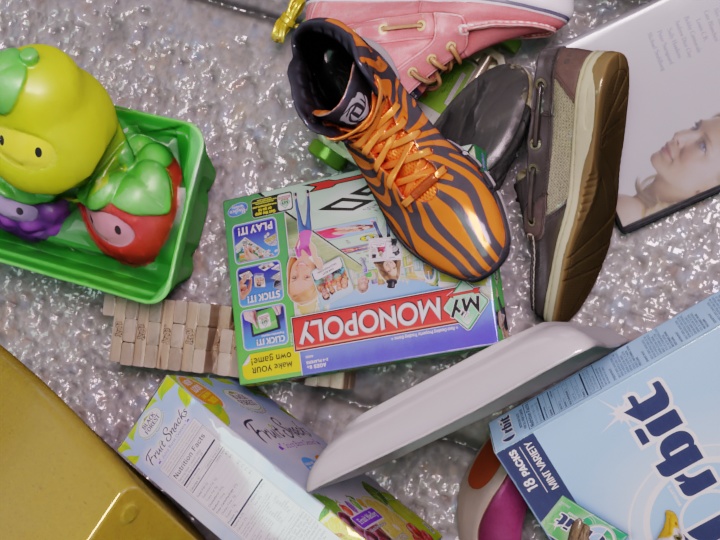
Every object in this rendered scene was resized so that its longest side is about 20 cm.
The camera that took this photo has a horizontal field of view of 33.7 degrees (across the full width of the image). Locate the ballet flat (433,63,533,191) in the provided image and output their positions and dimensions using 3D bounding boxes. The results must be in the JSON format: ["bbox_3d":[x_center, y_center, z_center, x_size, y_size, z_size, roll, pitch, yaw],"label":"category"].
[{"bbox_3d":[0.069,-0.054,0.854,0.066,0.057,0.202,30,97,31],"label":"ballet flat"}]

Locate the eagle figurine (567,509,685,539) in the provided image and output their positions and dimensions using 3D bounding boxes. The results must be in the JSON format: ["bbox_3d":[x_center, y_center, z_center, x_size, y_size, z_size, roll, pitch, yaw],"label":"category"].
[{"bbox_3d":[0.200,0.224,0.741,0.198,0.152,0.153,26,88,-5],"label":"eagle figurine"}]

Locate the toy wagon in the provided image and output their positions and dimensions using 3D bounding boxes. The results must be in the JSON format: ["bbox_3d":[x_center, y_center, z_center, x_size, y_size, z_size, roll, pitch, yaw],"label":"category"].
[{"bbox_3d":[0.022,-0.142,0.902,0.199,0.040,0.156,34,94,15],"label":"toy wagon"}]

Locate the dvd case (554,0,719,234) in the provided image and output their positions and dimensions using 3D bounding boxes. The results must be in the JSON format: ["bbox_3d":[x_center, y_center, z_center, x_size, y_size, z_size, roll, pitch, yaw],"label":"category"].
[{"bbox_3d":[0.246,-0.129,0.827,0.198,0.018,0.144,-24,102,12],"label":"dvd case"}]

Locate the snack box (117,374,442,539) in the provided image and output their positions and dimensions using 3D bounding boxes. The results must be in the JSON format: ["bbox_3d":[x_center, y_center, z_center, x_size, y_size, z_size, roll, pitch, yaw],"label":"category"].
[{"bbox_3d":[-0.049,0.157,0.831,0.199,0.169,0.068,35,93,13],"label":"snack box"}]

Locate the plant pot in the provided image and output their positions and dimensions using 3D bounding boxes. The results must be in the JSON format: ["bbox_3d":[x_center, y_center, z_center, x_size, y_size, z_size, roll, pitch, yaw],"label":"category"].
[{"bbox_3d":[-0.210,0.197,0.787,0.175,0.201,0.201,18,64,37],"label":"plant pot"}]

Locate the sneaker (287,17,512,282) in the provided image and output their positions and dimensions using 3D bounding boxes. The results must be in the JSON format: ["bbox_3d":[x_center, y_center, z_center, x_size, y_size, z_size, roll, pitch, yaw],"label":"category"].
[{"bbox_3d":[0.014,-0.076,0.753,0.077,0.112,0.201,-42,74,13],"label":"sneaker"}]

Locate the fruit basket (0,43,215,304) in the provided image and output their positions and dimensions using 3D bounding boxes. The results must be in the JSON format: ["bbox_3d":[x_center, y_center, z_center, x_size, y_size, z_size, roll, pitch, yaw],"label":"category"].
[{"bbox_3d":[-0.218,-0.073,0.876,0.212,0.215,0.158,14,89,15],"label":"fruit basket"}]

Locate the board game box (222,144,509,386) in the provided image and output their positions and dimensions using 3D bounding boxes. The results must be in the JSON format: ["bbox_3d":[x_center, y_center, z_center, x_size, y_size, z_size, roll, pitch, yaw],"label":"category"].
[{"bbox_3d":[0.000,0.000,0.831,0.197,0.029,0.137,-11,79,23],"label":"board game box"}]

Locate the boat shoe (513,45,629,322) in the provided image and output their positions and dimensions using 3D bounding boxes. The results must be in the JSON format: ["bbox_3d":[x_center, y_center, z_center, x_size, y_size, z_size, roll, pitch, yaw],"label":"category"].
[{"bbox_3d":[0.141,-0.059,0.829,0.064,0.073,0.203,22,119,31],"label":"boat shoe"}]

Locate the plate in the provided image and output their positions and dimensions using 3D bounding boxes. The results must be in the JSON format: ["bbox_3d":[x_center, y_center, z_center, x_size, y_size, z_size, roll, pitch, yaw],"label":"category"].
[{"bbox_3d":[0.073,0.081,0.781,0.198,0.199,0.033,-30,79,16],"label":"plate"}]

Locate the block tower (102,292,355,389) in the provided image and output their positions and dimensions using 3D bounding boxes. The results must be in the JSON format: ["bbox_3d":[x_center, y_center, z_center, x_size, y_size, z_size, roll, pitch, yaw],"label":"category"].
[{"bbox_3d":[-0.098,0.054,0.910,0.197,0.054,0.059,7,87,15],"label":"block tower"}]

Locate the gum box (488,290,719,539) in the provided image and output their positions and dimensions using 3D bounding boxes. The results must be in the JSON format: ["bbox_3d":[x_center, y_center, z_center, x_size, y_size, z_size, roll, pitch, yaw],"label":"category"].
[{"bbox_3d":[0.212,0.128,0.793,0.198,0.045,0.171,-30,107,11],"label":"gum box"}]

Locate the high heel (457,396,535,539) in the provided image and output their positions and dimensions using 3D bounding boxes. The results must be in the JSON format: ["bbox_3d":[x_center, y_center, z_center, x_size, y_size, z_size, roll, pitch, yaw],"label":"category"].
[{"bbox_3d":[0.111,0.197,0.856,0.095,0.067,0.202,26,89,-13],"label":"high heel"}]

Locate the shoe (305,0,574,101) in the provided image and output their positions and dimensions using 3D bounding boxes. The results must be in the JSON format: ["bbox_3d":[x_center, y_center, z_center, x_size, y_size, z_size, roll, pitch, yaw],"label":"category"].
[{"bbox_3d":[0.050,-0.156,0.842,0.197,0.071,0.093,6,89,20],"label":"shoe"}]
